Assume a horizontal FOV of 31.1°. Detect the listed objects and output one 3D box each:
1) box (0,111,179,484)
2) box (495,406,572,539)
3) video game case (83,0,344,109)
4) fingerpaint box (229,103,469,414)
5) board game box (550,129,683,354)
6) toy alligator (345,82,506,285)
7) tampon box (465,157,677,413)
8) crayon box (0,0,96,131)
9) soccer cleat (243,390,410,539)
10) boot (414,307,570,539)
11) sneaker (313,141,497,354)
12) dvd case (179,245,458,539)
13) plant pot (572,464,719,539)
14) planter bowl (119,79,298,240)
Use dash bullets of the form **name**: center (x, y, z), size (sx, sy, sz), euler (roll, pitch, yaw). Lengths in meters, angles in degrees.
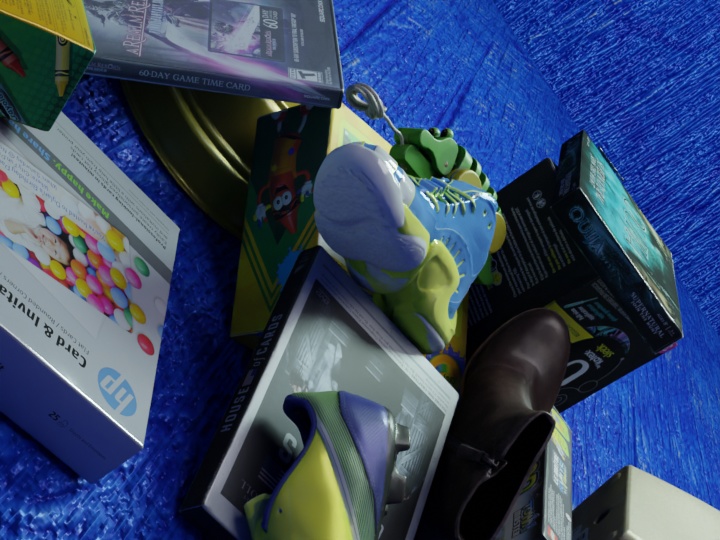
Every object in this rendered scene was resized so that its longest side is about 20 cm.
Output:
- **box**: center (-0.167, -0.011, 0.668), size (0.156, 0.041, 0.201), euler (47, 22, -26)
- **box**: center (0.097, 0.173, 0.922), size (0.035, 0.110, 0.200), euler (53, 20, -11)
- **video game case**: center (-0.113, -0.165, 0.890), size (0.198, 0.019, 0.143), euler (7, 36, -11)
- **fingerpaint box**: center (0.000, 0.000, 0.932), size (0.200, 0.073, 0.168), euler (34, 54, -49)
- **board game box**: center (0.201, -0.029, 1.012), size (0.136, 0.028, 0.200), euler (53, 20, -9)
- **toy alligator**: center (0.056, -0.071, 0.903), size (0.054, 0.059, 0.200), euler (-54, 129, -24)
- **tampon box**: center (0.129, 0.038, 1.080), size (0.150, 0.199, 0.127), euler (34, 29, -46)
- **crayon box**: center (-0.220, -0.172, 0.694), size (0.118, 0.058, 0.201), euler (18, 33, -36)
- **soccer cleat**: center (-0.027, 0.158, 0.681), size (0.083, 0.065, 0.202), euler (15, 60, -9)
- **boot**: center (0.103, 0.103, 0.861), size (0.072, 0.201, 0.166), euler (37, -14, -5)
- **sneaker**: center (0.033, -0.036, 0.818), size (0.075, 0.105, 0.201), euler (23, -25, 26)
- **dvd case**: center (-0.016, 0.105, 0.772), size (0.150, 0.025, 0.201), euler (47, 43, -25)
- **plant pot**: center (0.208, 0.266, 0.948), size (0.177, 0.200, 0.200), euler (45, 19, 0)
- **planter bowl**: center (-0.087, -0.123, 0.982), size (0.201, 0.083, 0.201), euler (48, 21, -25)
